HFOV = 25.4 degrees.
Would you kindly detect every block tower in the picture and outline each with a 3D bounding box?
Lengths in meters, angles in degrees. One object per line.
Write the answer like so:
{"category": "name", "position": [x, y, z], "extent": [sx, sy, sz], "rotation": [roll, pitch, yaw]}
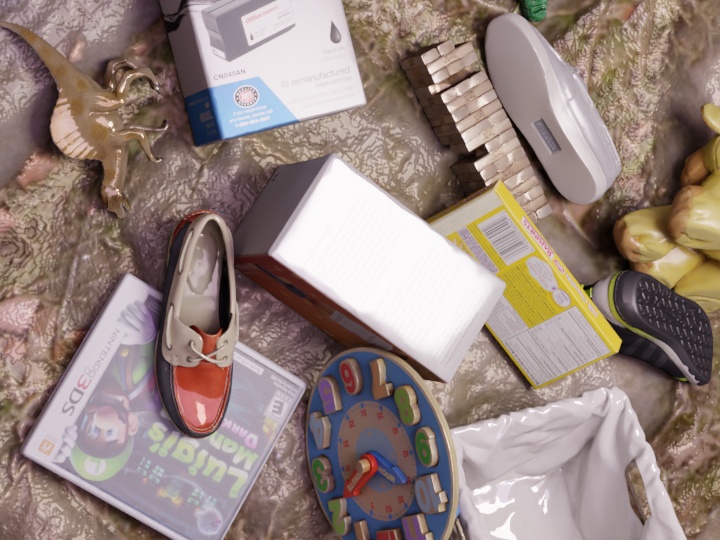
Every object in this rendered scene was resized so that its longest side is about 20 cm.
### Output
{"category": "block tower", "position": [0.112, -0.122, 1.514], "extent": [0.054, 0.058, 0.201], "rotation": [-31, 102, -18]}

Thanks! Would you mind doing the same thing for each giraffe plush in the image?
{"category": "giraffe plush", "position": [0.360, -0.073, 1.565], "extent": [0.173, 0.199, 0.163], "rotation": [46, 46, -46]}

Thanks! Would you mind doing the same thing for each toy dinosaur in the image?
{"category": "toy dinosaur", "position": [-0.228, -0.146, 1.381], "extent": [0.101, 0.058, 0.201], "rotation": [-31, 100, -17]}

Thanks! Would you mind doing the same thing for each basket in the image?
{"category": "basket", "position": [0.165, 0.238, 1.449], "extent": [0.199, 0.161, 0.199], "rotation": [-12, 69, -21]}

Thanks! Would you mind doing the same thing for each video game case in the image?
{"category": "video game case", "position": [-0.171, 0.130, 1.421], "extent": [0.199, 0.023, 0.183], "rotation": [33, 79, -18]}

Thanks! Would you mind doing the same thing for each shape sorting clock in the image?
{"category": "shape sorting clock", "position": [0.013, 0.167, 1.401], "extent": [0.039, 0.199, 0.201], "rotation": [-15, 96, -40]}

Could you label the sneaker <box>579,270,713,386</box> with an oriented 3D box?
{"category": "sneaker", "position": [0.279, 0.054, 1.576], "extent": [0.200, 0.082, 0.072], "rotation": [39, 54, -41]}

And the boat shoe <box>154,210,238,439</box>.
{"category": "boat shoe", "position": [-0.138, 0.048, 1.390], "extent": [0.071, 0.063, 0.202], "rotation": [2, 90, -23]}

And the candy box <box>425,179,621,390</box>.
{"category": "candy box", "position": [0.149, 0.016, 1.508], "extent": [0.200, 0.102, 0.026], "rotation": [52, 39, -14]}

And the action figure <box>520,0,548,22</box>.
{"category": "action figure", "position": [0.169, -0.341, 1.537], "extent": [0.117, 0.055, 0.201], "rotation": [-3, 98, -23]}

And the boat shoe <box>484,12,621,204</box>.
{"category": "boat shoe", "position": [0.191, -0.164, 1.542], "extent": [0.068, 0.072, 0.201], "rotation": [-38, 97, -39]}

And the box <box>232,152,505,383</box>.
{"category": "box", "position": [0.000, 0.000, 1.418], "extent": [0.200, 0.152, 0.107], "rotation": [36, 78, -16]}

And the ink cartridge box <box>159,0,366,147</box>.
{"category": "ink cartridge box", "position": [-0.094, -0.225, 1.418], "extent": [0.144, 0.084, 0.201], "rotation": [-16, 95, -21]}
